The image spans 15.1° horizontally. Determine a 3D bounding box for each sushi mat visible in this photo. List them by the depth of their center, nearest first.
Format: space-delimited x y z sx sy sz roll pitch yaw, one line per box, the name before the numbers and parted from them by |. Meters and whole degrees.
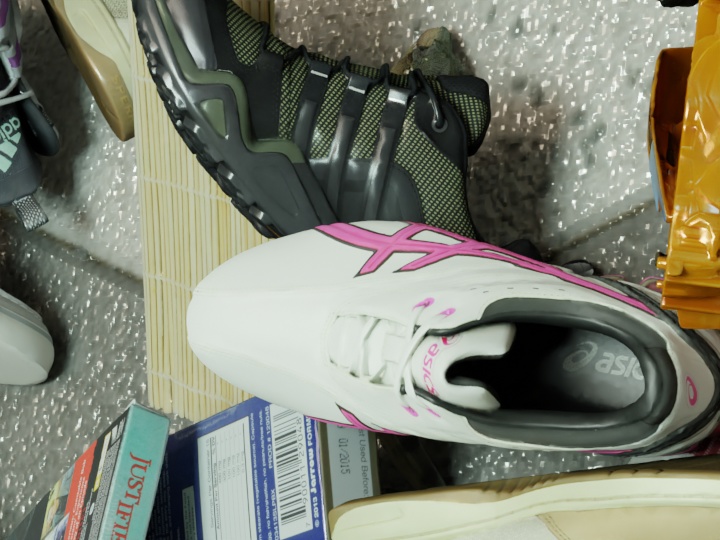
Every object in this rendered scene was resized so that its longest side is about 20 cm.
sushi mat | -0.062 -0.032 1.093 0.095 0.012 0.201 15 111 51

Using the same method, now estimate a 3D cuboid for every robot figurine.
robot figurine | 0.156 -0.076 0.888 0.144 0.058 0.201 8 66 7

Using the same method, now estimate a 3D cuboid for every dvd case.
dvd case | -0.130 0.153 1.091 0.200 0.022 0.147 -44 31 55

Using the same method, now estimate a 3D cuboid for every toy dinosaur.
toy dinosaur | 0.000 0.000 1.072 0.088 0.047 0.201 -9 74 36

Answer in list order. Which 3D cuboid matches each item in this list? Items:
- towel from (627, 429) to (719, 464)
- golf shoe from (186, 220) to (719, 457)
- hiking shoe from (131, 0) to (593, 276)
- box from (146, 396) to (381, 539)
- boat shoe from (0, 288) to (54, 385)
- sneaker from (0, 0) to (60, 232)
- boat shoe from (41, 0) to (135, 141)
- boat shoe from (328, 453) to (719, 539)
towel | 0.154 0.071 0.907 0.201 0.023 0.144 -58 43 12
golf shoe | 0.027 0.021 0.921 0.199 0.092 0.073 5 91 20
hiking shoe | -0.003 -0.051 1.017 0.101 0.200 0.076 -38 2 -6
box | -0.052 0.119 1.061 0.200 0.032 0.122 -25 66 54
boat shoe | -0.221 -0.015 1.209 0.069 0.199 0.072 -69 9 -25
sneaker | -0.169 -0.085 1.200 0.077 0.200 0.141 -20 79 -6
boat shoe | -0.110 -0.130 1.217 0.065 0.072 0.200 -27 37 -5
boat shoe | 0.079 0.100 0.915 0.199 0.074 0.067 -11 84 40
